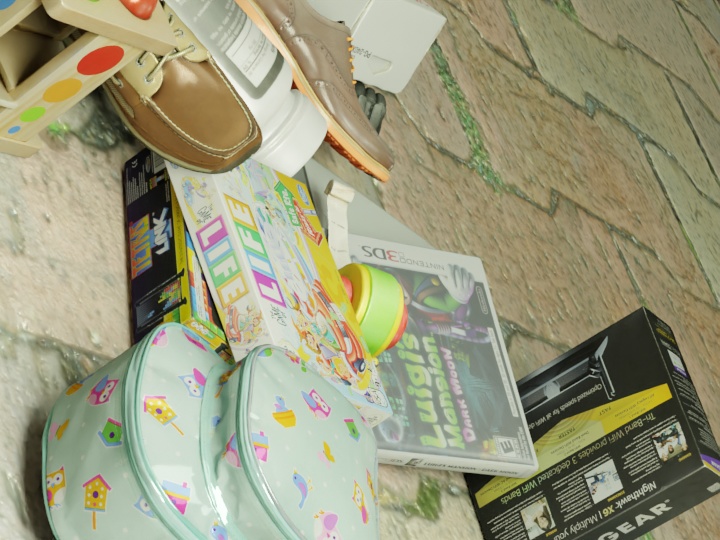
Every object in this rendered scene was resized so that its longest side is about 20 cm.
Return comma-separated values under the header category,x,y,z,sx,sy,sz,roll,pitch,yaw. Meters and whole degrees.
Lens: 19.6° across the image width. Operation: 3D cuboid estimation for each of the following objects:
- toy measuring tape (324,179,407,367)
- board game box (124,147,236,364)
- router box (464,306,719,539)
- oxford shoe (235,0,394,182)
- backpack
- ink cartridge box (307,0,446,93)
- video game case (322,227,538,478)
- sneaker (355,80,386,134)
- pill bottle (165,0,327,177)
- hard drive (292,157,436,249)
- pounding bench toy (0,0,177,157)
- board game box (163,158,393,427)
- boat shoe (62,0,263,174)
category,x,y,z,sx,sy,sz,roll,pitch,yaw
toy measuring tape,0.000,0.000,1.595,0.074,0.073,0.200,37,40,-39
board game box,-0.092,0.018,1.487,0.165,0.057,0.200,42,26,-37
router box,0.182,0.146,1.681,0.052,0.200,0.157,33,32,-47
oxford shoe,-0.025,-0.158,1.659,0.200,0.073,0.071,52,-7,-19
backpack,-0.085,0.130,1.231,0.200,0.153,0.176,35,35,-28
ink cartridge box,-0.041,-0.251,1.833,0.200,0.083,0.145,40,14,23
video game case,0.047,0.065,1.658,0.182,0.023,0.200,10,54,-37
sneaker,-0.031,-0.135,1.767,0.099,0.071,0.200,33,20,1
pill bottle,-0.125,-0.152,1.574,0.200,0.114,0.114,48,24,-21
hard drive,0.013,-0.008,1.777,0.200,0.026,0.132,35,31,-44
pounding bench toy,-0.237,-0.178,1.321,0.200,0.156,0.124,12,49,-59
board game box,-0.057,0.010,1.448,0.134,0.034,0.200,24,39,-54
boat shoe,-0.148,-0.147,1.421,0.200,0.076,0.074,43,-19,19
